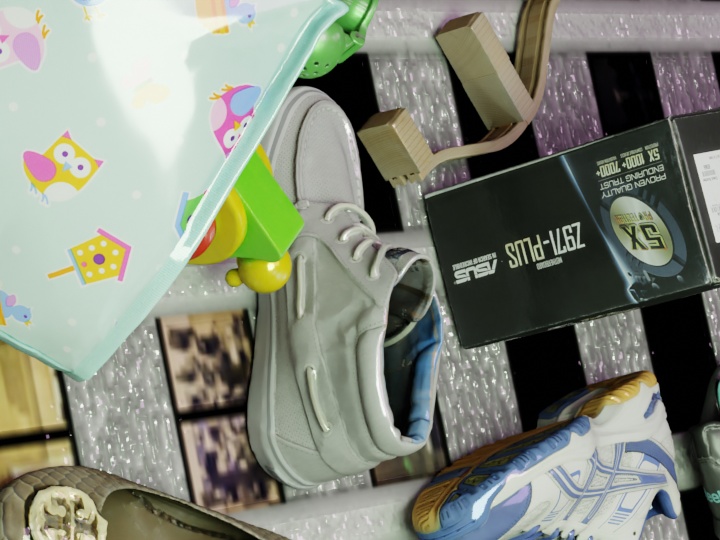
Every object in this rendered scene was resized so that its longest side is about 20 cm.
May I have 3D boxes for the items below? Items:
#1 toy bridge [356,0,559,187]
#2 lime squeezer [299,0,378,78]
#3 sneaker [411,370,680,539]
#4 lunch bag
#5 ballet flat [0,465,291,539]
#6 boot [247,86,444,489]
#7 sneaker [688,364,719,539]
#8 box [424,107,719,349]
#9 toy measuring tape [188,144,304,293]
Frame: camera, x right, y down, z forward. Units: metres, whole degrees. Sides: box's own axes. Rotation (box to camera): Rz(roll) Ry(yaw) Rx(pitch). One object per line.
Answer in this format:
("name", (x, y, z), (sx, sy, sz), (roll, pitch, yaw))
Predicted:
("toy bridge", (0.067, -0.104, 1.514), (0.067, 0.027, 0.200), (58, 43, -21))
("lime squeezer", (-0.024, -0.133, 1.425), (0.071, 0.038, 0.200), (43, 42, 12))
("sneaker", (0.106, 0.118, 1.449), (0.200, 0.075, 0.088), (-24, 96, -48))
("lunch bag", (-0.131, -0.074, 1.178), (0.170, 0.122, 0.200), (33, 91, -18))
("ballet flat", (-0.078, 0.127, 1.262), (0.200, 0.046, 0.068), (24, 60, -42))
("boot", (0.000, 0.000, 1.353), (0.073, 0.095, 0.201), (16, 66, -45))
("sneaker", (0.247, 0.070, 1.623), (0.079, 0.075, 0.200), (57, 43, -15))
("box", (0.162, -0.029, 1.492), (0.200, 0.164, 0.086), (-12, 87, -50))
("toy measuring tape", (-0.096, -0.067, 1.287), (0.200, 0.073, 0.074), (56, 44, -23))
